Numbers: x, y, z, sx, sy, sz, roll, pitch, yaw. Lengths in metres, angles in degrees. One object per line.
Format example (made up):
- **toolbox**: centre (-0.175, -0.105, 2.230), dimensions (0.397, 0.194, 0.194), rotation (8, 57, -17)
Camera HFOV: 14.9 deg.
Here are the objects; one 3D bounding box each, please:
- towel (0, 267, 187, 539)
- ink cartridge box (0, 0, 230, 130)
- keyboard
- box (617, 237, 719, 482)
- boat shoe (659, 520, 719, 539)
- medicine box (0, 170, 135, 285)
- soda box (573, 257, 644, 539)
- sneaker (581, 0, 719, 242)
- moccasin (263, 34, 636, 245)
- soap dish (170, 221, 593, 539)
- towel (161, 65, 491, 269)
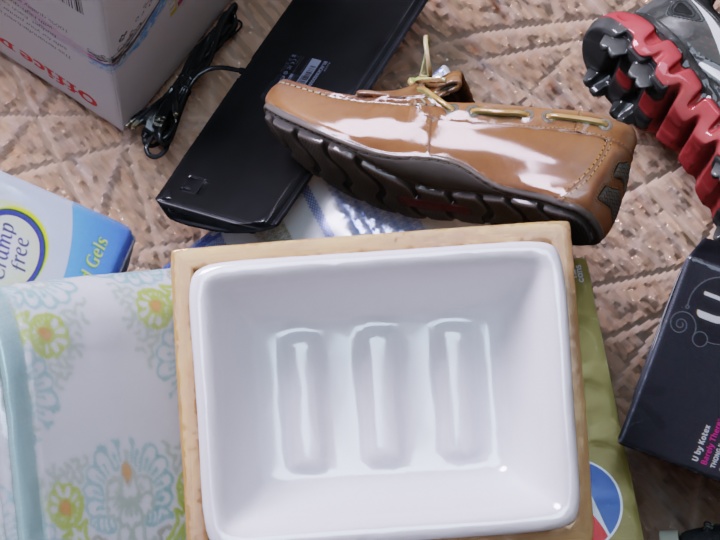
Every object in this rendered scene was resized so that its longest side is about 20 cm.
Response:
- **towel**: centre (-0.117, 0.102, 1.376), dimensions (0.171, 0.048, 0.201), rotation (-5, 89, -43)
- **ink cartridge box**: centre (-0.150, -0.206, 1.483), dimensions (0.147, 0.200, 0.145), rotation (34, 70, 13)
- **keyboard**: centre (-0.050, -0.103, 1.516), dimensions (0.127, 0.021, 0.200), rotation (16, 58, 30)
- **box**: centre (0.245, 0.068, 1.402), dimensions (0.199, 0.122, 0.107), rotation (21, 98, 8)
- **boat shoe**: centre (0.197, 0.222, 1.384), dimensions (0.067, 0.072, 0.201), rotation (-8, 67, 1)
- **medicine box**: centre (-0.244, 0.033, 1.426), dimensions (0.199, 0.103, 0.183), rotation (23, 70, -3)
- **soda box**: centre (0.103, 0.100, 1.436), dimensions (0.067, 0.064, 0.201), rotation (-9, 68, -3)
- **sneaker**: centre (0.214, -0.076, 1.501), dimensions (0.098, 0.071, 0.201), rotation (-34, 79, -22)
- **moccasin**: centre (0.044, -0.071, 1.406), dimensions (0.200, 0.074, 0.078), rotation (10, 67, 30)
- **soap dish**: centre (0.010, 0.062, 1.355), dimensions (0.199, 0.081, 0.158), rotation (-4, 86, -2)
- **towel**: centre (0.000, 0.000, 1.455), dimensions (0.199, 0.024, 0.147), rotation (-34, 61, 10)
